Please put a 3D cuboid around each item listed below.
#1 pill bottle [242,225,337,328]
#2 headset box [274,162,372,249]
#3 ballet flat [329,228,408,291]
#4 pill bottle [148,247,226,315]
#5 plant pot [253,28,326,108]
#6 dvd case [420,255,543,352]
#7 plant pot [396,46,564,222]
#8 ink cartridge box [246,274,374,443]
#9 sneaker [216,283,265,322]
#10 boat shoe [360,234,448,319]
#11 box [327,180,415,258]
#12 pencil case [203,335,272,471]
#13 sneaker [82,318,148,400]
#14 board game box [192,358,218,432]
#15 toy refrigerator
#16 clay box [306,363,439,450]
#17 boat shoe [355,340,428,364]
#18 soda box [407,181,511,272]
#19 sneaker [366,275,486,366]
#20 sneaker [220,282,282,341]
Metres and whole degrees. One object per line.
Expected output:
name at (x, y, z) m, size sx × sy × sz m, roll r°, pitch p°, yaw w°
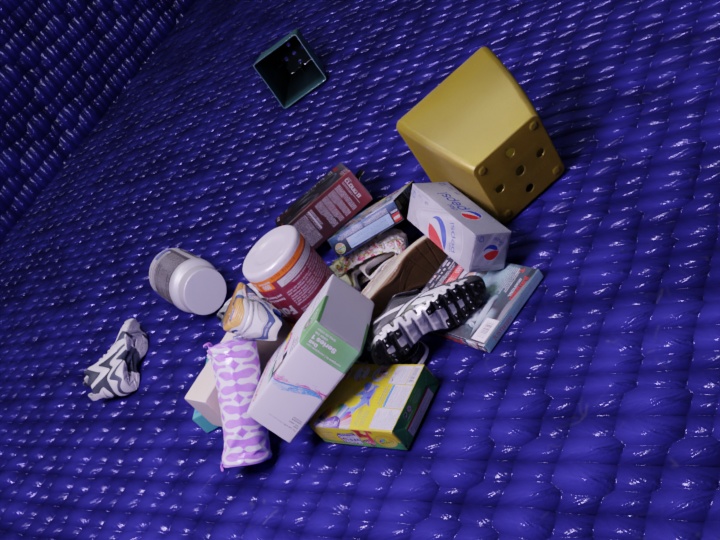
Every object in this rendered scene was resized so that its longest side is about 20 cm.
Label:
pill bottle at (-0.092, 0.034, 1.505) m, size 0.113 × 0.201 × 0.115 m, roll -29°, pitch 31°, yaw 20°
headset box at (-0.067, -0.124, 1.775) m, size 0.199 × 0.077 × 0.149 m, roll -42°, pitch 15°, yaw 2°
ballet flat at (0.000, 0.000, 1.577) m, size 0.199 × 0.075 × 0.064 m, roll -36°, pitch 47°, yaw 17°
pill bottle at (-0.360, 0.024, 1.916) m, size 0.114 × 0.114 × 0.199 m, roll -48°, pitch 30°, yaw -13°
plant pot at (-0.182, -0.558, 2.450) m, size 0.140 × 0.142 × 0.201 m, roll -31°, pitch 24°, yaw 16°
dvd case at (0.163, 0.043, 1.378) m, size 0.147 × 0.022 × 0.199 m, roll -52°, pitch 31°, yaw -17°
plant pot at (0.211, -0.199, 1.481) m, size 0.199 × 0.200 × 0.177 m, roll -40°, pitch 41°, yaw 0°
ink cartridge box at (-0.073, 0.129, 1.350) m, size 0.201 × 0.083 × 0.145 m, roll -53°, pitch 9°, yaw 27°
sneaker at (-0.188, 0.056, 1.714) m, size 0.198 × 0.074 × 0.089 m, roll -4°, pitch 48°, yaw 46°
boat shoe at (0.068, 0.003, 1.492) m, size 0.200 × 0.072 × 0.065 m, roll -46°, pitch 28°, yaw -1°
box at (0.030, -0.093, 1.611) m, size 0.135 × 0.038 × 0.200 m, roll -31°, pitch 6°, yaw 20°
pencil case at (-0.189, 0.201, 1.413) m, size 0.084 × 0.204 × 0.084 m, roll -10°, pitch -5°, yaw 4°
sneaker at (-0.521, 0.193, 1.914) m, size 0.128 × 0.080 × 0.201 m, roll -22°, pitch 44°, yaw 14°
board game box at (-0.193, 0.177, 1.590) m, size 0.198 × 0.045 × 0.153 m, roll -29°, pitch 33°, yaw 23°
toy refrigerator at (-0.199, 0.152, 1.511) m, size 0.069 × 0.076 × 0.202 m, roll -1°, pitch 50°, yaw 46°
clay box at (0.009, 0.194, 1.331) m, size 0.198 × 0.048 × 0.116 m, roll -6°, pitch 45°, yaw 47°
boat shoe at (0.017, 0.120, 1.406) m, size 0.198 × 0.061 × 0.076 m, roll -8°, pitch 43°, yaw 44°
soda box at (0.147, -0.070, 1.408) m, size 0.067 × 0.064 × 0.200 m, roll -6°, pitch 29°, yaw -26°
sneaker at (0.088, 0.056, 1.339) m, size 0.198 × 0.067 × 0.091 m, roll -33°, pitch 35°, yaw -3°
sneaker at (-0.169, 0.075, 1.445) m, size 0.200 × 0.087 × 0.076 m, roll -129°, pitch 62°, yaw -77°
